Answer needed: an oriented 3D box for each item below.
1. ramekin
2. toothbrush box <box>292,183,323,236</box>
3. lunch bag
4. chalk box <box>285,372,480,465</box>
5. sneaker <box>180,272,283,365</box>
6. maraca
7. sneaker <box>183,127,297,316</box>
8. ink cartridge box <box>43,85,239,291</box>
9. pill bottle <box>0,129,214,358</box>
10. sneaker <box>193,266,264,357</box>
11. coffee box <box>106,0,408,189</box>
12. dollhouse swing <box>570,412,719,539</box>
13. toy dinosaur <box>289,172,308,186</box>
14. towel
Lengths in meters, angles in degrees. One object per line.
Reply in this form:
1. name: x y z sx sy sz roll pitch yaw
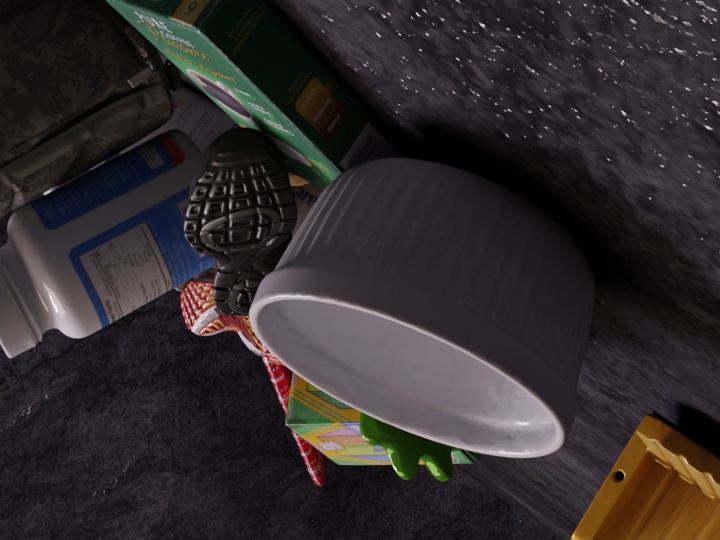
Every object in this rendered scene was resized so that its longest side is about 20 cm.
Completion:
1. ramekin: 0.044 0.020 0.816 0.199 0.106 0.200 20 160 8
2. toothbrush box: 0.000 0.000 1.150 0.146 0.085 0.200 31 170 46
3. lunch bag: -0.253 -0.128 1.056 0.168 0.199 0.140 38 154 45
4. chalk box: 0.048 0.109 1.317 0.199 0.125 0.124 -6 152 25
5. sneaker: -0.078 0.029 1.178 0.199 0.077 0.074 18 116 50
6. maraca: 0.020 0.050 0.963 0.137 0.107 0.201 11 -123 -49
7. sneaker: -0.080 -0.045 0.938 0.075 0.091 0.200 -2 152 -4
8. ink cartridge box: -0.199 -0.099 1.226 0.199 0.146 0.088 32 172 32
9. pill bottle: -0.203 -0.018 1.068 0.113 0.199 0.112 55 165 23
10. sneaker: -0.109 0.015 1.299 0.200 0.076 0.088 23 152 51
11. coffee box: -0.058 -0.115 0.853 0.123 0.044 0.200 29 170 49
12. dollhouse swing: 0.261 0.223 1.047 0.199 0.183 0.176 34 -167 22
13. toy dinosaur: -0.045 -0.083 1.033 0.106 0.061 0.199 24 171 -39
14. towel: -0.069 0.105 1.432 0.145 0.022 0.201 -86 -23 -67
